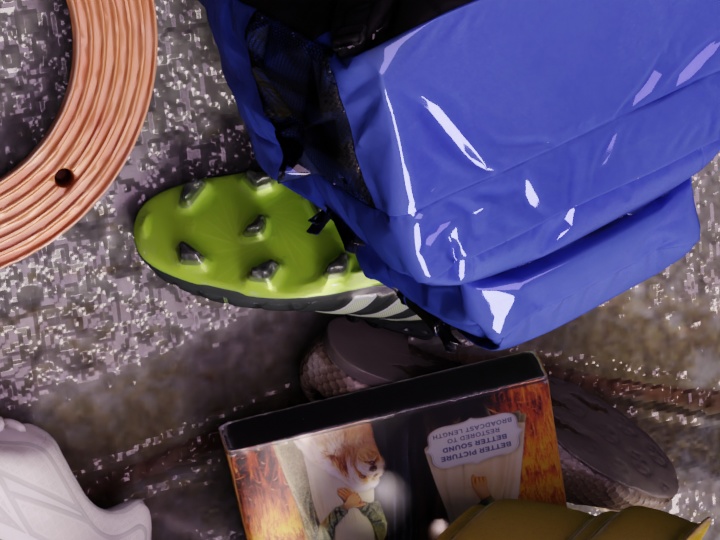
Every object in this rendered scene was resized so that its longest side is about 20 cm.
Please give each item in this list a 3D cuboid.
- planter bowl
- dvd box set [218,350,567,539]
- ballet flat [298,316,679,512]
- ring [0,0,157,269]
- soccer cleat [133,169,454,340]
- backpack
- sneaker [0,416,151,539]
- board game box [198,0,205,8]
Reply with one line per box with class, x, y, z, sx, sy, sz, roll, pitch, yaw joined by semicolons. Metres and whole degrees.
planter bowl;0.053;0.157;0.845;0.083;0.200;0.201;38;82;14
dvd box set;0.026;0.144;0.922;0.146;0.029;0.201;-12;115;-5
ballet flat;0.059;0.075;0.948;0.199;0.067;0.046;20;119;-24
ring;-0.182;-0.092;0.828;0.200;0.019;0.201;-5;106;-18
soccer cleat;0.000;0.000;0.897;0.199;0.081;0.068;3;60;-3
backpack;0.030;-0.072;0.793;0.162;0.200;0.168;-20;118;-20
sneaker;-0.175;0.091;0.852;0.200;0.075;0.081;35;64;-20
board game box;-0.005;-0.147;0.890;0.135;0.034;0.200;-48;114;-8
